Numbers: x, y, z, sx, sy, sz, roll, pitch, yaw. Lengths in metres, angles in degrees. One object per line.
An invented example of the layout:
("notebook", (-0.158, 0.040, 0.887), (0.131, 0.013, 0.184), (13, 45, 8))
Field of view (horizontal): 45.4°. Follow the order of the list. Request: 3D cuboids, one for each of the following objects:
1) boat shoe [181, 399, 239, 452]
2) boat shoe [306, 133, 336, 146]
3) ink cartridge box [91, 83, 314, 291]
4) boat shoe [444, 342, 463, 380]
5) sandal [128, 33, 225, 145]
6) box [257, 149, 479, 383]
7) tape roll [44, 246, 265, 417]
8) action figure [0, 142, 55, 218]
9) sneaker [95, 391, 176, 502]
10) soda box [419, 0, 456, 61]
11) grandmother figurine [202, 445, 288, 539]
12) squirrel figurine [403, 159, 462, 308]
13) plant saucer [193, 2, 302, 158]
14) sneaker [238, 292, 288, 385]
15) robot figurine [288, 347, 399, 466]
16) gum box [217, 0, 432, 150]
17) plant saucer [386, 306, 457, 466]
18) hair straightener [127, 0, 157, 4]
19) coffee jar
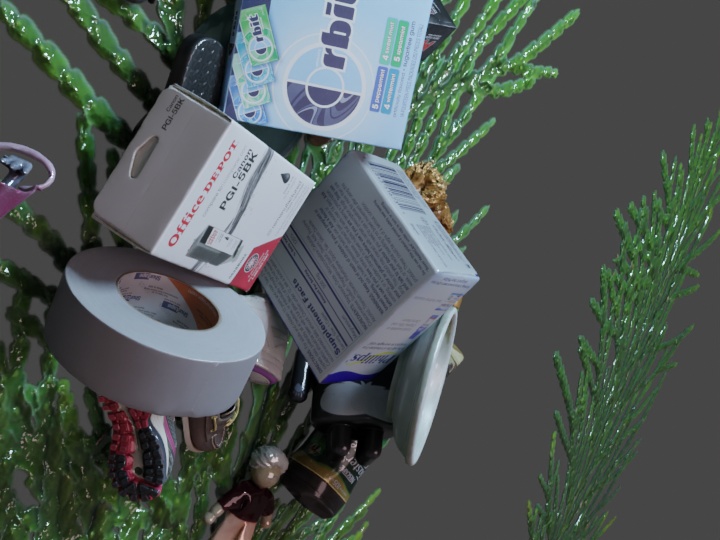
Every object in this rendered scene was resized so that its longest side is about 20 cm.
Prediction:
("boat shoe", (-0.171, 0.151, 0.983), (0.200, 0.059, 0.072), (90, 3, -50))
("boat shoe", (-0.013, -0.213, 1.039), (0.200, 0.072, 0.073), (-42, 163, -47))
("ink cartridge box", (-0.148, -0.073, 0.858), (0.147, 0.083, 0.200), (-58, 158, 1))
("boat shoe", (0.103, 0.125, 1.335), (0.201, 0.072, 0.066), (43, 68, -55))
("sandal", (-0.193, -0.141, 0.865), (0.075, 0.048, 0.201), (16, 97, -65))
("box", (0.000, 0.000, 1.002), (0.200, 0.184, 0.105), (-44, 153, 23))
("tape roll", (-0.195, 0.055, 0.830), (0.200, 0.200, 0.066), (3, 121, -51))
("action figure", (-0.361, -0.017, 0.716), (0.149, 0.134, 0.201), (-89, -157, -74))
("sneaker", (-0.242, 0.144, 0.937), (0.075, 0.080, 0.201), (-62, 154, -80))
("soda box", (0.023, -0.299, 1.019), (0.200, 0.063, 0.071), (-11, 158, -48))
("grandmother figurine", (-0.153, 0.323, 1.135), (0.201, 0.060, 0.121), (-64, 151, -1))
("squirrel figurine", (0.046, -0.051, 1.160), (0.186, 0.141, 0.201), (34, 66, -41))
("plant saucer", (-0.118, -0.194, 0.953), (0.200, 0.027, 0.201), (-25, 124, -42))
("sneaker", (-0.149, 0.054, 1.015), (0.200, 0.075, 0.100), (52, 47, -48))
("robot figurine", (-0.002, 0.154, 1.149), (0.150, 0.125, 0.201), (29, 57, -43))
("gum box", (-0.037, -0.228, 0.901), (0.199, 0.045, 0.171), (8, 104, -19))
("plant saucer", (0.070, 0.136, 1.060), (0.200, 0.050, 0.201), (15, 90, -79))
("hair straightener", (-0.170, -0.324, 0.826), (0.200, 0.041, 0.077), (-41, 135, -24))
("coffee jar", (-0.025, 0.250, 1.229), (0.200, 0.085, 0.104), (-52, 139, -19))
